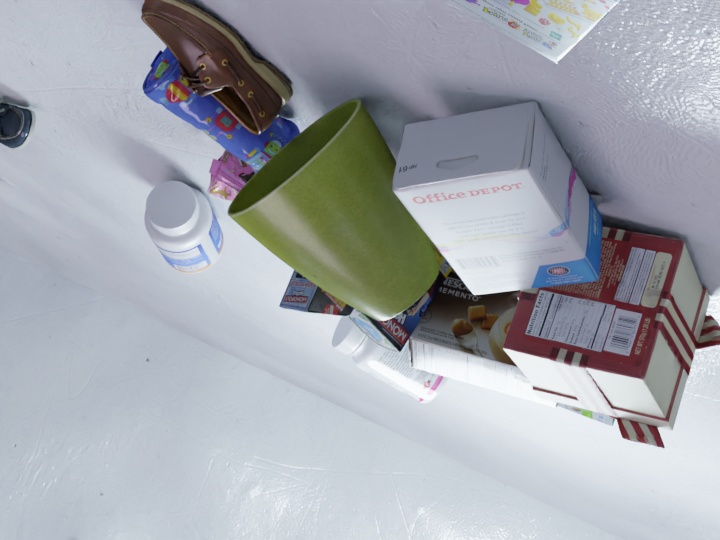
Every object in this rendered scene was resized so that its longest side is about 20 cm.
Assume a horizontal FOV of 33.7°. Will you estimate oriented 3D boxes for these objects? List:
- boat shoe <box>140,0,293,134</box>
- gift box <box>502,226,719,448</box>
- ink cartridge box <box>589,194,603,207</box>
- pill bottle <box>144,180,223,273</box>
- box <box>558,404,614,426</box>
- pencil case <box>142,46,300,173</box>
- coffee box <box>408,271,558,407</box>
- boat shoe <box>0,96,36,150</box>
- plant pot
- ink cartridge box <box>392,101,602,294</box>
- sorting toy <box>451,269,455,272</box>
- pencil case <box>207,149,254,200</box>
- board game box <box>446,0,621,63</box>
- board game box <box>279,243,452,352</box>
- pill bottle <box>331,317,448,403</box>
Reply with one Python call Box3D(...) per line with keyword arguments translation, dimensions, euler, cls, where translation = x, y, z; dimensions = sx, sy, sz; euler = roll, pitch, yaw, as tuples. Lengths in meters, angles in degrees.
Box3D(translation=(-0.159, -0.222, 1.288), dimensions=(0.200, 0.068, 0.072), euler=(37, 163, -35), cls="boat shoe")
Box3D(translation=(0.284, 0.072, 1.292), dimensions=(0.199, 0.185, 0.187), euler=(17, 164, 30), cls="gift box")
Box3D(translation=(0.154, -0.089, 1.295), dimensions=(0.199, 0.050, 0.162), euler=(8, 164, 2), cls="ink cartridge box")
Box3D(translation=(-0.294, -0.075, 1.957), dimensions=(0.112, 0.113, 0.200), euler=(24, 165, 10), cls="pill bottle")
Box3D(translation=(0.284, 0.132, 1.651), dimensions=(0.176, 0.097, 0.200), euler=(21, 170, 17), cls="box")
Box3D(translation=(-0.164, -0.190, 1.385), dimensions=(0.200, 0.078, 0.087), euler=(35, -172, -32), cls="pencil case")
Box3D(translation=(0.172, 0.084, 1.522), dimensions=(0.199, 0.115, 0.080), euler=(15, 148, 15), cls="coffee box")
Box3D(translation=(-0.599, -0.250, 1.970), dimensions=(0.062, 0.075, 0.200), euler=(23, 180, -40), cls="boat shoe")
Box3D(translation=(-0.010, -0.049, 1.288), dimensions=(0.200, 0.187, 0.187), euler=(49, 160, -15), cls="plant pot")
Box3D(translation=(0.139, -0.067, 1.172), dimensions=(0.144, 0.085, 0.200), euler=(-7, 146, 29), cls="ink cartridge box")
Box3D(translation=(0.057, 0.003, 1.641), dimensions=(0.185, 0.037, 0.200), euler=(35, 161, -20), cls="sorting toy")
Box3D(translation=(-0.113, -0.098, 1.615), dimensions=(0.199, 0.083, 0.087), euler=(28, 152, -4), cls="pencil case")
Box3D(translation=(0.128, -0.223, 0.703), dimensions=(0.104, 0.103, 0.200), euler=(28, 166, -6), cls="board game box")
Box3D(translation=(0.000, 0.000, 1.460), dimensions=(0.062, 0.200, 0.200), euler=(7, 146, 51), cls="board game box")
Box3D(translation=(0.057, 0.140, 2.090), dimensions=(0.199, 0.114, 0.113), euler=(30, 165, -15), cls="pill bottle")
